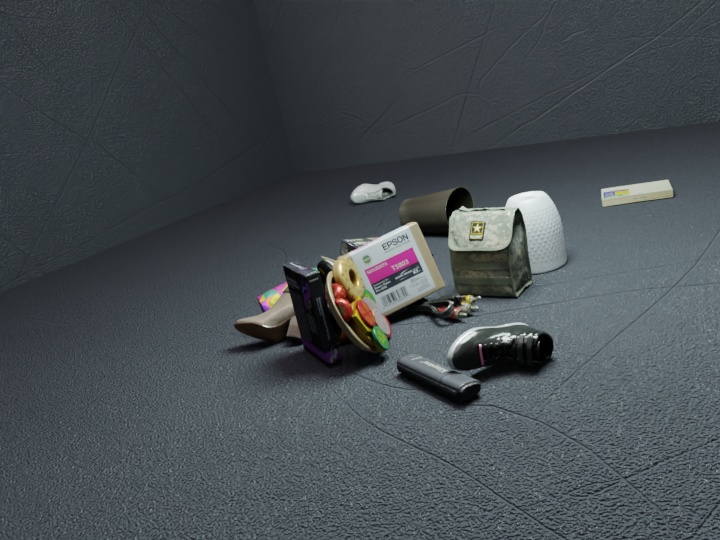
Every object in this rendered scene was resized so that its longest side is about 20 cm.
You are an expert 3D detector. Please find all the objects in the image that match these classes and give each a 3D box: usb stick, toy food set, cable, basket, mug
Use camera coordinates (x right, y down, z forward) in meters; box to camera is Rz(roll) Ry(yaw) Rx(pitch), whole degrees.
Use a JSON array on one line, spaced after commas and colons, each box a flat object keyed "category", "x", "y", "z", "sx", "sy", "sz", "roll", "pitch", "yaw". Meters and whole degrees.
[{"category": "usb stick", "x": 0.135, "y": 0.186, "z": 1.219, "sx": 0.055, "sy": 0.033, "sz": 0.200, "roll": -19, "pitch": 17, "yaw": -26}, {"category": "toy food set", "x": -0.002, "y": 0.080, "z": 1.414, "sx": 0.049, "sy": 0.198, "sz": 0.200, "roll": -33, "pitch": 20, "yaw": 17}, {"category": "cable", "x": 0.170, "y": 0.089, "z": 1.537, "sx": 0.199, "sy": 0.051, "sz": 0.097, "roll": -13, "pitch": 19, "yaw": 48}, {"category": "basket", "x": 0.235, "y": -0.184, "z": 2.204, "sx": 0.199, "sy": 0.137, "sz": 0.180, "roll": -4, "pitch": 24, "yaw": 40}, {"category": "mug", "x": 0.400, "y": -0.098, "z": 1.702, "sx": 0.199, "sy": 0.176, "sz": 0.147, "roll": 1, "pitch": 21, "yaw": 40}]

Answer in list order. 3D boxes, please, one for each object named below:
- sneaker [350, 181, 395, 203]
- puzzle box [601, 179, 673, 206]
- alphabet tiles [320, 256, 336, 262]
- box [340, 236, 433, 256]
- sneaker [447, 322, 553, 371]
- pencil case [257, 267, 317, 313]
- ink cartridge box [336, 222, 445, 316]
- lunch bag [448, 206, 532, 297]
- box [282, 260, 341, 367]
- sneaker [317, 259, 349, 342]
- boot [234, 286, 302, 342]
[{"category": "sneaker", "x": 0.057, "y": -0.327, "z": 2.907, "sx": 0.199, "sy": 0.078, "sz": 0.099, "roll": -16, "pitch": 20, "yaw": -6}, {"category": "puzzle box", "x": 0.834, "y": -0.235, "z": 2.089, "sx": 0.199, "sy": 0.026, "sz": 0.133, "roll": -7, "pitch": 18, "yaw": 21}, {"category": "alphabet tiles", "x": 0.000, "y": 0.000, "z": 1.780, "sx": 0.199, "sy": 0.006, "sz": 0.166, "roll": 19, "pitch": 1, "yaw": 34}, {"category": "box", "x": 0.069, "y": -0.047, "z": 1.846, "sx": 0.199, "sy": 0.049, "sz": 0.161, "roll": -6, "pitch": 24, "yaw": -32}, {"category": "sneaker", "x": 0.252, "y": 0.136, "z": 1.204, "sx": 0.199, "sy": 0.071, "sz": 0.099, "roll": -11, "pitch": 10, "yaw": -28}, {"category": "pencil case", "x": -0.155, "y": 0.063, "z": 1.692, "sx": 0.199, "sy": 0.089, "sz": 0.088, "roll": -30, "pitch": 19, "yaw": -9}, {"category": "ink cartridge box", "x": 0.069, "y": 0.005, "z": 1.569, "sx": 0.199, "sy": 0.165, "sz": 0.075, "roll": -26, "pitch": 5, "yaw": -7}, {"category": "lunch bag", "x": 0.293, "y": -0.048, "z": 1.579, "sx": 0.163, "sy": 0.201, "sz": 0.117, "roll": 1, "pitch": 21, "yaw": 38}, {"category": "box", "x": -0.101, "y": 0.087, "z": 1.430, "sx": 0.036, "sy": 0.201, "sz": 0.143, "roll": -21, "pitch": 18, "yaw": -21}, {"category": "sneaker", "x": -0.061, "y": 0.067, "z": 1.525, "sx": 0.090, "sy": 0.201, "sz": 0.070, "roll": -23, "pitch": -20, "yaw": -22}, {"category": "boot", "x": -0.179, "y": 0.090, "z": 1.608, "sx": 0.199, "sy": 0.070, "sz": 0.147, "roll": 9, "pitch": 58, "yaw": 15}]
